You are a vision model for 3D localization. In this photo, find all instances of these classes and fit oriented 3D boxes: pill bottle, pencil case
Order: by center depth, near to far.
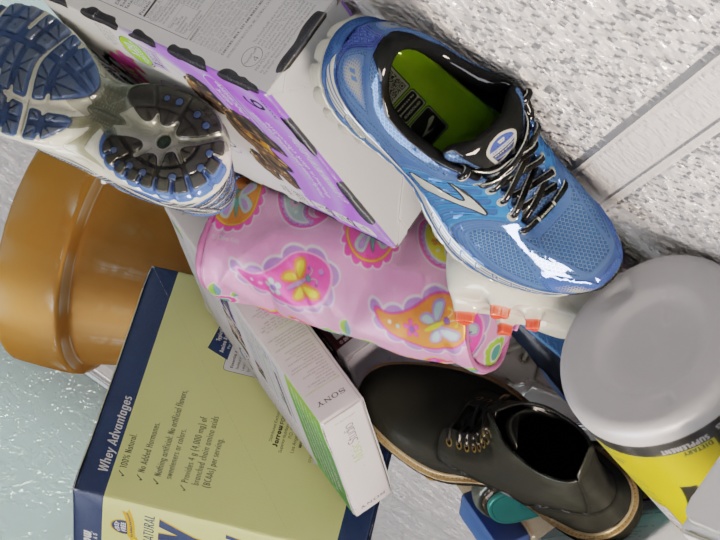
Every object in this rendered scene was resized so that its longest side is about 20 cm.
[{"bbox_3d":[0.203,0.088,1.277,0.114,0.114,0.200,23,164,44],"label":"pill bottle"},{"bbox_3d":[0.000,0.000,1.384,0.200,0.087,0.087,14,160,28],"label":"pencil case"}]

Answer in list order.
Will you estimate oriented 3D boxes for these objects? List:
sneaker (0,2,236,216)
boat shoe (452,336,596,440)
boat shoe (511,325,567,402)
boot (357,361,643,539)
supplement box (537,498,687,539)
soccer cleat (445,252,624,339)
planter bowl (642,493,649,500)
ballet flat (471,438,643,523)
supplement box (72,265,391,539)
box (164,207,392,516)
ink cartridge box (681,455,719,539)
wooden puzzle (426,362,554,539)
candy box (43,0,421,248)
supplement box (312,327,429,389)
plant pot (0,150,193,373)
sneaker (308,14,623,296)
[{"bbox_3d":[-0.154,-0.083,1.335,0.200,0.077,0.085,32,171,23],"label":"sneaker"},{"bbox_3d":[0.105,0.046,1.504,0.200,0.072,0.066,32,167,39],"label":"boat shoe"},{"bbox_3d":[0.163,0.064,1.418,0.200,0.084,0.069,51,168,4],"label":"boat shoe"},{"bbox_3d":[0.074,0.091,1.412,0.200,0.078,0.138,21,167,23],"label":"boot"},{"bbox_3d":[0.151,0.223,1.461,0.103,0.200,0.101,-11,97,34],"label":"supplement box"},{"bbox_3d":[0.128,0.010,1.313,0.200,0.078,0.069,20,161,-41],"label":"soccer cleat"},{"bbox_3d":[0.205,0.153,1.606,0.200,0.083,0.200,34,168,8],"label":"planter bowl"},{"bbox_3d":[0.169,0.116,1.504,0.200,0.064,0.067,-11,138,9],"label":"ballet flat"},{"bbox_3d":[-0.081,0.131,1.626,0.200,0.200,0.134,13,143,3],"label":"supplement box"},{"bbox_3d":[-0.053,0.052,1.508,0.200,0.036,0.144,54,170,29],"label":"box"},{"bbox_3d":[0.280,0.135,1.166,0.200,0.146,0.084,41,168,-28],"label":"ink cartridge box"},{"bbox_3d":[0.084,0.132,1.667,0.185,0.046,0.200,54,160,33],"label":"wooden puzzle"},{"bbox_3d":[-0.065,-0.113,1.324,0.200,0.072,0.168,26,166,38],"label":"candy box"},{"bbox_3d":[-0.040,-0.004,1.573,0.200,0.061,0.109,49,170,25],"label":"supplement box"},{"bbox_3d":[-0.157,-0.003,1.779,0.183,0.200,0.200,16,164,14],"label":"plant pot"},{"bbox_3d":[0.063,-0.054,1.190,0.200,0.079,0.089,39,170,-19],"label":"sneaker"}]
